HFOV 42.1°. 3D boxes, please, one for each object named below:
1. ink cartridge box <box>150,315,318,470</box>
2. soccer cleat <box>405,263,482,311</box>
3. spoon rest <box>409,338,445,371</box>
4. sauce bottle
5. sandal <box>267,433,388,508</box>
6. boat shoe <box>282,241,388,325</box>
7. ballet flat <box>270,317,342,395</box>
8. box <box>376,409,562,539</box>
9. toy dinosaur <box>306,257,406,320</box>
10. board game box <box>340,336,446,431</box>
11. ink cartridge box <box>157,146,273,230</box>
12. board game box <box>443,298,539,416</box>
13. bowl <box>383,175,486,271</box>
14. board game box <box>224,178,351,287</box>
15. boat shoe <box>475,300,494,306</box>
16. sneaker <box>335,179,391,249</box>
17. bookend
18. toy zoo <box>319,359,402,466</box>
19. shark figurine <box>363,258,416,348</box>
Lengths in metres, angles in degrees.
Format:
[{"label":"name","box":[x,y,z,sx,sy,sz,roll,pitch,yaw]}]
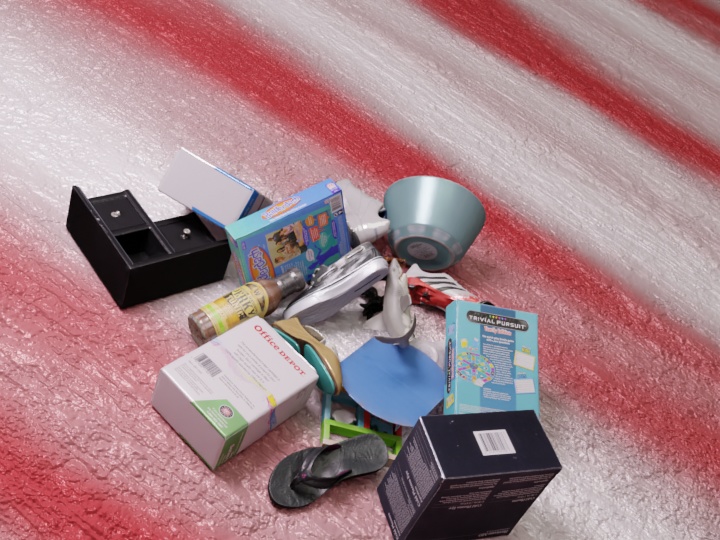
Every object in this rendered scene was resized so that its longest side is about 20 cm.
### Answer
[{"label":"ink cartridge box","box":[-0.183,0.175,1.377,0.145,0.084,0.199,42,42,19]},{"label":"soccer cleat","box":[0.169,0.048,1.709,0.198,0.069,0.086,21,41,1]},{"label":"spoon rest","box":[0.134,0.137,1.613,0.199,0.061,0.099,-34,64,-31]},{"label":"sauce bottle","box":[-0.178,0.053,1.492,0.199,0.065,0.065,-31,63,-27]},{"label":"sandal","box":[-0.045,0.278,1.348,0.199,0.048,0.076,-18,66,-31]},{"label":"boat shoe","box":[-0.049,0.024,1.566,0.199,0.072,0.071,-30,65,-4]},{"label":"ballet flat","box":[-0.071,0.124,1.459,0.063,0.069,0.200,-21,36,-28]},{"label":"box","box":[0.151,0.298,1.339,0.198,0.183,0.105,1,44,-26]},{"label":"toy dinosaur","box":[0.000,0.000,1.661,0.199,0.103,0.136,-31,45,-21]},{"label":"board game box","box":[0.048,0.185,1.491,0.157,0.039,0.200,34,34,17]},{"label":"ink cartridge box","box":[-0.243,-0.127,1.595,0.145,0.085,0.200,29,-1,5]},{"label":"board game box","box":[0.211,0.159,1.503,0.149,0.047,0.203,11,66,-17]},{"label":"bowl","box":[0.129,-0.073,1.745,0.199,0.201,0.106,19,59,-7]},{"label":"board game box","box":[-0.114,-0.045,1.547,0.198,0.153,0.045,-27,44,-20]},{"label":"boat shoe","box":[0.226,0.143,1.583,0.071,0.067,0.202,17,60,-31]},{"label":"sneaker","box":[0.002,-0.109,1.757,0.086,0.075,0.201,-16,40,-6]},{"label":"bookend","box":[-0.347,-0.059,1.540,0.199,0.093,0.199,-16,55,-39]},{"label":"toy zoo","box":[0.003,0.212,1.481,0.130,0.021,0.201,16,41,-12]},{"label":"shark figurine","box":[0.047,0.089,1.532,0.088,0.130,0.215,-6,29,3]}]
